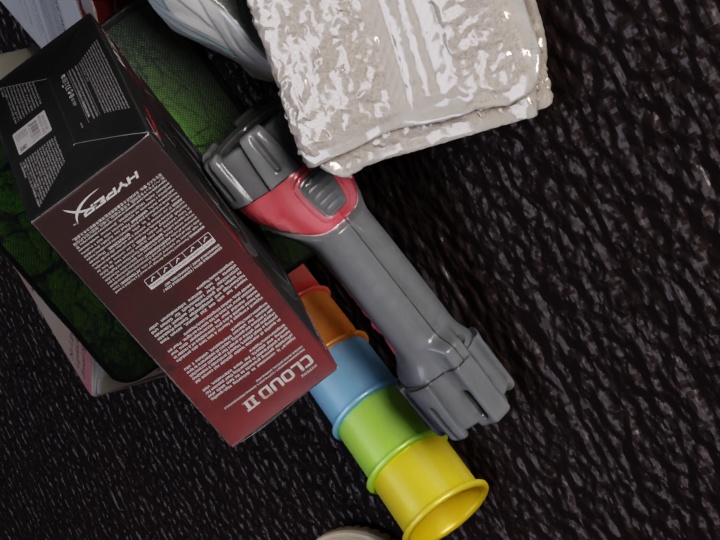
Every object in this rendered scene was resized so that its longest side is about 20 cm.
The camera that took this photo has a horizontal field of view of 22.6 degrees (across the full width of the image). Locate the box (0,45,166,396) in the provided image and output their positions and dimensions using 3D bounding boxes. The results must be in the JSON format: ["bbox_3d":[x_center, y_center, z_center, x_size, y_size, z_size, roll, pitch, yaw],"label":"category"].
[{"bbox_3d":[-0.163,-0.041,1.152,0.200,0.108,0.129,51,146,37],"label":"box"}]

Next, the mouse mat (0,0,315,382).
[{"bbox_3d":[-0.126,-0.040,1.020,0.200,0.160,0.008,53,-177,-35],"label":"mouse mat"}]

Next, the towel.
[{"bbox_3d":[0.002,-0.150,0.822,0.131,0.034,0.202,-16,103,22],"label":"towel"}]

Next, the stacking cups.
[{"bbox_3d":[-0.001,0.067,1.070,0.201,0.060,0.061,55,151,27],"label":"stacking cups"}]

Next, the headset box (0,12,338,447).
[{"bbox_3d":[-0.100,-0.015,0.948,0.200,0.077,0.149,52,-176,-35],"label":"headset box"}]

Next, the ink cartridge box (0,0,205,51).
[{"bbox_3d":[-0.158,-0.201,1.027,0.176,0.083,0.201,47,159,34],"label":"ink cartridge box"}]

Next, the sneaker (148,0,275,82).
[{"bbox_3d":[-0.097,-0.159,0.908,0.200,0.071,0.080,42,160,-17],"label":"sneaker"}]

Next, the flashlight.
[{"bbox_3d":[0.000,0.000,0.949,0.068,0.068,0.200,-29,108,27],"label":"flashlight"}]

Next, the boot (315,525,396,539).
[{"bbox_3d":[0.000,0.228,1.137,0.199,0.107,0.076,20,131,54],"label":"boot"}]
